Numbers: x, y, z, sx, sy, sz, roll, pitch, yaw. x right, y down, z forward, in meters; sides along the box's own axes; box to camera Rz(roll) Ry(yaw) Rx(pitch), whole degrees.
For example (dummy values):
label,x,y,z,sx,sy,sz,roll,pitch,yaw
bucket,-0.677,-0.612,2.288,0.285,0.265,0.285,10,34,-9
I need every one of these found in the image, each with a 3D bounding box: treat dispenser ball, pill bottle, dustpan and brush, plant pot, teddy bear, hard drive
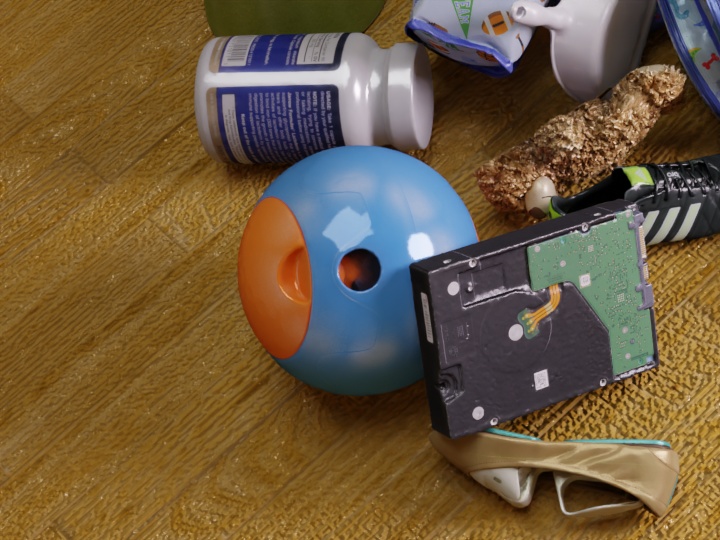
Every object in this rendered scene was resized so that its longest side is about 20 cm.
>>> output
label,x,y,z,sx,sy,sz,roll,pitch,yaw
treat dispenser ball,0.000,0.000,1.589,0.199,0.201,0.202,-7,53,9
pill bottle,-0.039,-0.154,1.766,0.199,0.116,0.116,0,55,15
dustpan and brush,0.186,-0.209,1.673,0.057,0.200,0.140,20,102,24
plant pot,-0.081,-0.330,1.852,0.186,0.200,0.188,-7,54,9
teddy bear,0.194,-0.106,1.663,0.199,0.145,0.067,-31,84,-8
hard drive,0.137,0.036,1.534,0.199,0.141,0.038,-18,20,-23

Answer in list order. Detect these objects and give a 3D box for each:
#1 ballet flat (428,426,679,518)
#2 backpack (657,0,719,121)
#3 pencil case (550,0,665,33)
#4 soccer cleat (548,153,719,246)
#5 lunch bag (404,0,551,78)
label,x,y,z,sx,sy,sz,roll,pitch,yaw
ballet flat,0.145,0.157,1.526,0.199,0.069,0.063,3,73,18
backpack,0.333,-0.215,1.660,0.146,0.200,0.184,-25,52,16
pencil case,0.266,-0.261,1.781,0.199,0.087,0.078,-24,30,-2
soccer cleat,0.251,-0.061,1.644,0.199,0.081,0.068,-20,52,0
lunch bag,0.116,-0.264,1.738,0.123,0.200,0.171,25,92,-5
